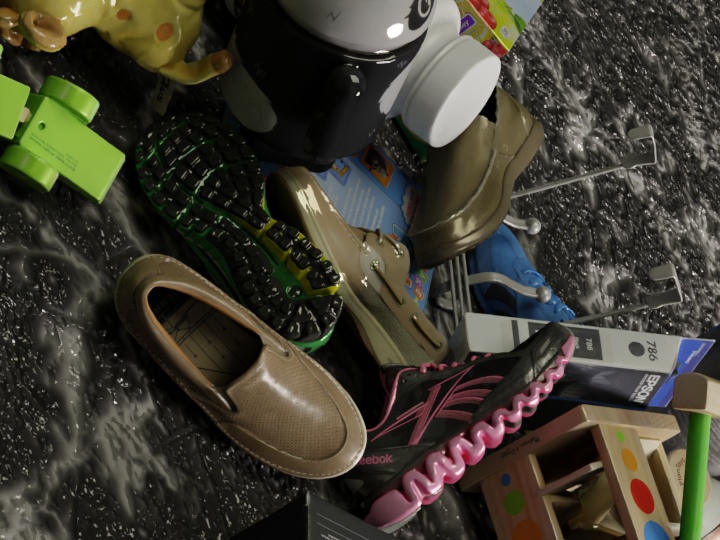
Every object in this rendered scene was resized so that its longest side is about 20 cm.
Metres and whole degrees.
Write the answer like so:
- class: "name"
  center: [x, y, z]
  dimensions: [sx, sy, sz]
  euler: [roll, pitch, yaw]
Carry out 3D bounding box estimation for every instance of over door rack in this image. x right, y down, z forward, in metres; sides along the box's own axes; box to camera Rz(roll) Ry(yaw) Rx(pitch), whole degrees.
- class: "over door rack"
  center: [0.151, -0.004, 1.676]
  dimensions: [0.067, 0.199, 0.148]
  euler: [44, 31, -46]

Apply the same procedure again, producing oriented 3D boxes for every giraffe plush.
- class: "giraffe plush"
  center: [-0.183, -0.206, 1.468]
  dimensions: [0.161, 0.172, 0.202]
  euler: [0, 97, -42]

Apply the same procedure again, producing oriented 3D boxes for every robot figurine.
- class: "robot figurine"
  center: [-0.021, -0.156, 1.495]
  dimensions: [0.124, 0.200, 0.150]
  euler: [-24, 63, -38]

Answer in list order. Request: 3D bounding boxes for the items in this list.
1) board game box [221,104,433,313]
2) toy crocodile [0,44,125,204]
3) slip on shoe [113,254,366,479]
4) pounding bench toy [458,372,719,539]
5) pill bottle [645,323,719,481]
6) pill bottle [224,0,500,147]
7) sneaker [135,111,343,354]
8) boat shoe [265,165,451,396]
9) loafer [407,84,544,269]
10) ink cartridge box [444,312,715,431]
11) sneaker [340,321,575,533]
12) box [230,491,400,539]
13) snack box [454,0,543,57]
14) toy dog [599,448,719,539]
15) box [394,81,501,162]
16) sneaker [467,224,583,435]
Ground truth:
- class: "board game box"
  center: [-0.023, -0.052, 1.626]
  dimensions: [0.200, 0.037, 0.152]
  euler: [42, 36, -22]
- class: "toy crocodile"
  center: [-0.229, -0.103, 1.380]
  dimensions: [0.200, 0.062, 0.068]
  euler: [31, 81, -38]
- class: "slip on shoe"
  center: [-0.073, 0.065, 1.412]
  dimensions: [0.200, 0.076, 0.061]
  euler: [45, -8, -15]
- class: "pounding bench toy"
  center: [0.199, 0.181, 1.577]
  dimensions: [0.124, 0.200, 0.157]
  euler: [11, 54, -49]
- class: "pill bottle"
  center: [0.301, 0.101, 1.778]
  dimensions: [0.114, 0.200, 0.114]
  euler: [33, 40, -33]
- class: "pill bottle"
  center: [0.004, -0.182, 1.638]
  dimensions: [0.200, 0.112, 0.111]
  euler: [38, 28, 18]
- class: "sneaker"
  center: [-0.089, -0.021, 1.494]
  dimensions: [0.078, 0.085, 0.200]
  euler: [-30, 73, -18]
- class: "boat shoe"
  center: [0.000, 0.000, 1.537]
  dimensions: [0.201, 0.065, 0.072]
  euler: [59, -14, -27]
- class: "loafer"
  center: [0.077, -0.073, 1.665]
  dimensions: [0.068, 0.076, 0.200]
  euler: [52, 36, -16]
- class: "ink cartridge box"
  center: [0.156, 0.081, 1.622]
  dimensions: [0.199, 0.100, 0.039]
  euler: [5, 53, -15]
- class: "sneaker"
  center: [0.060, 0.089, 1.518]
  dimensions: [0.200, 0.079, 0.095]
  euler: [-38, 78, -15]
- class: "box"
  center: [0.013, 0.249, 1.389]
  dimensions: [0.200, 0.079, 0.142]
  euler: [32, 38, -35]
- class: "snack box"
  center: [0.062, -0.273, 1.811]
  dimensions: [0.200, 0.068, 0.169]
  euler: [52, 32, -10]
- class: "toy dog"
  center: [0.275, 0.207, 1.733]
  dimensions: [0.199, 0.132, 0.097]
  euler: [6, 65, -17]
- class: "box"
  center: [0.054, -0.172, 1.819]
  dimensions: [0.201, 0.048, 0.117]
  euler: [58, 32, 4]
- class: "sneaker"
  center: [0.146, 0.040, 1.738]
  dimensions: [0.066, 0.078, 0.201]
  euler: [10, 54, -47]
